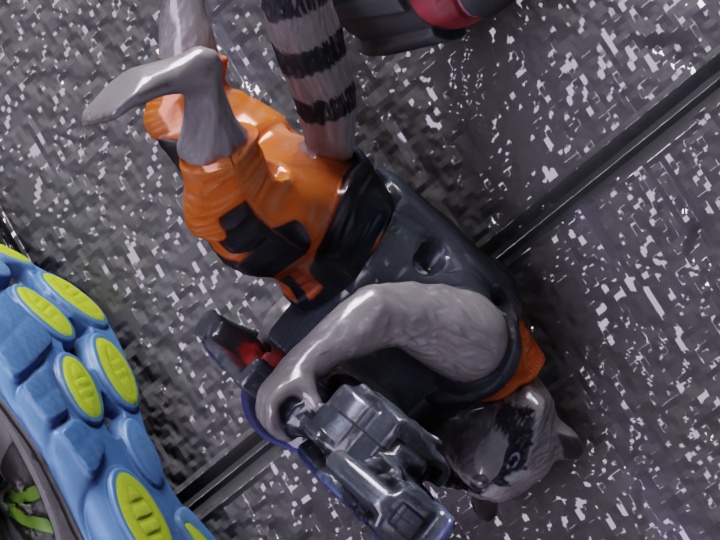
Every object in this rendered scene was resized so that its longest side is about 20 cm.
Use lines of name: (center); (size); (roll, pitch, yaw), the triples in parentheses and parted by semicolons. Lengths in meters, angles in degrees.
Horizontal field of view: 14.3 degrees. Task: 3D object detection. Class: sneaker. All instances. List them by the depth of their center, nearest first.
sneaker: (-0.102, 0.078, 0.941); (0.083, 0.071, 0.200); (-34, 80, 28)

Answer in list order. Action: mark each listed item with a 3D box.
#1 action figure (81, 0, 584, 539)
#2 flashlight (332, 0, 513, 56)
action figure: (0.000, 0.000, 0.807); (0.105, 0.194, 0.200); (-41, 26, -3)
flashlight: (0.078, -0.110, 0.793); (0.200, 0.068, 0.068); (-9, 87, 32)
